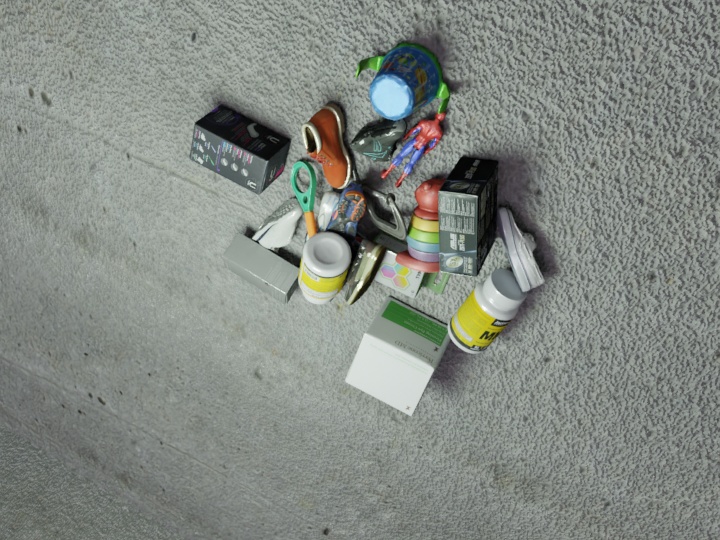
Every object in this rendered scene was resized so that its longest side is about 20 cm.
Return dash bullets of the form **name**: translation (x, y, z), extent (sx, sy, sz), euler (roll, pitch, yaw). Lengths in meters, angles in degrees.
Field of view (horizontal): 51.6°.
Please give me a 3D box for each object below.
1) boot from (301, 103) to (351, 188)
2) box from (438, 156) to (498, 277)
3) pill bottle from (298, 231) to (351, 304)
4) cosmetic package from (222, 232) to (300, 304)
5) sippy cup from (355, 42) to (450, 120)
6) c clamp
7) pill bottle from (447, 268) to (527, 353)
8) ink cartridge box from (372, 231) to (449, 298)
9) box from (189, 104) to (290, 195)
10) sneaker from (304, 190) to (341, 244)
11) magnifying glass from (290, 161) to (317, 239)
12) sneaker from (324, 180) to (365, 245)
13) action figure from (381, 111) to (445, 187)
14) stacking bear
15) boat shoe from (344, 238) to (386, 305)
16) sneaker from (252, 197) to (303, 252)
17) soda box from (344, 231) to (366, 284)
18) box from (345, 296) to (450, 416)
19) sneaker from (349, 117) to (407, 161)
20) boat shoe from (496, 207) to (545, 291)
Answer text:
- **boot**: translation (-0.082, -0.263, 1.683), extent (0.075, 0.107, 0.201), euler (12, 130, 33)
- **box**: translation (0.231, -0.115, 1.591), extent (0.086, 0.164, 0.201), euler (10, 128, 21)
- **pill bottle**: translation (-0.089, 0.002, 1.772), extent (0.112, 0.113, 0.200), euler (30, 152, 5)
- **cosmetic package**: translation (-0.259, -0.005, 1.965), extent (0.199, 0.090, 0.107), euler (28, 161, 5)
- **sippy cup**: translation (0.083, -0.371, 1.503), extent (0.177, 0.130, 0.140), euler (-5, 121, 30)
- **c clamp**: translation (0.038, -0.155, 1.691), extent (0.200, 0.027, 0.171), euler (37, 149, 50)
- **pill bottle**: translation (0.297, 0.095, 1.742), extent (0.114, 0.114, 0.200), euler (33, 133, 3)
- **ink cartridge box**: translation (0.112, -0.002, 1.806), extent (0.199, 0.059, 0.104), euler (26, 132, 9)
- **box**: translation (-0.286, -0.287, 1.767), extent (0.199, 0.122, 0.106), euler (28, 131, 8)
- **sneaker**: translation (-0.085, -0.110, 1.828), extent (0.072, 0.072, 0.200), euler (27, 135, -2)
- **magnifying glass**: translation (-0.128, -0.161, 1.784), extent (0.079, 0.022, 0.201), euler (-9, 93, 47)
- **sneaker**: translation (-0.031, -0.128, 1.733), extent (0.075, 0.079, 0.200), euler (21, 138, -11)
- **action figure**: translation (0.121, -0.269, 1.614), extent (0.065, 0.052, 0.200), euler (36, 128, -8)
- **stacking bear**: translation (0.157, -0.108, 1.675), extent (0.114, 0.121, 0.201), euler (31, 127, 46)
- **boat shoe**: translation (0.000, 0.000, 1.786), extent (0.066, 0.072, 0.201), euler (39, 134, 12)
- **sneaker**: translation (-0.192, -0.113, 1.887), extent (0.080, 0.077, 0.200), euler (41, 140, -15)
- **soda box**: translation (-0.048, -0.011, 1.882), extent (0.071, 0.063, 0.200), euler (37, 133, -2)
- **box**: translation (0.099, 0.217, 1.899), extent (0.198, 0.171, 0.201), euler (26, 132, 8)
- **sneaker**: translation (0.054, -0.282, 1.604), extent (0.079, 0.076, 0.200), euler (40, 163, -20)
- **boat shoe**: translation (0.355, -0.053, 1.644), extent (0.065, 0.074, 0.201), euler (-21, 110, 5)
